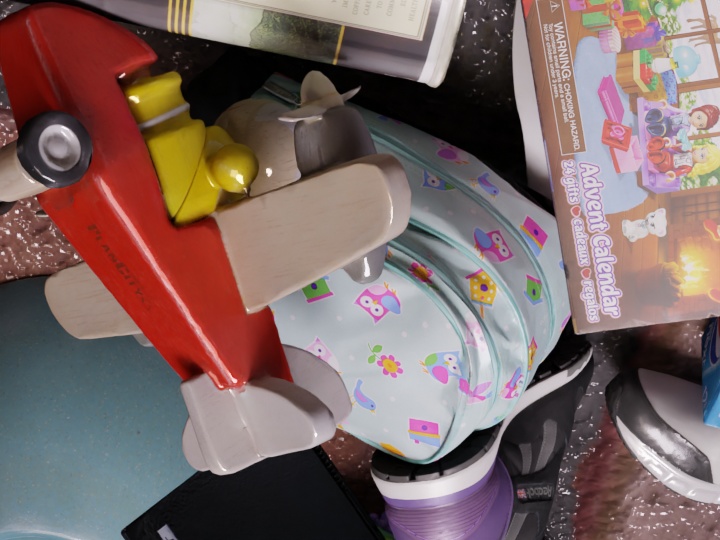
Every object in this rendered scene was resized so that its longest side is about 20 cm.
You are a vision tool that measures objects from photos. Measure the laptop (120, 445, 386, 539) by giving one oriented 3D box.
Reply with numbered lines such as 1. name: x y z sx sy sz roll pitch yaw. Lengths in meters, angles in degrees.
1. laptop: -0.027 0.163 1.096 0.103 0.200 0.177 -34 91 -8

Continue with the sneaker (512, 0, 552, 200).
1. sneaker: 0.125 -0.082 1.044 0.104 0.075 0.201 1 139 11

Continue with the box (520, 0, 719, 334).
1. box: 0.138 -0.081 0.905 0.136 0.039 0.201 -8 105 12

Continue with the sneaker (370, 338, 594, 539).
1. sneaker: 0.066 0.100 1.132 0.076 0.200 0.088 -4 108 29

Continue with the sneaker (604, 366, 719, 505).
1. sneaker: 0.220 0.088 1.195 0.200 0.074 0.080 22 123 -21

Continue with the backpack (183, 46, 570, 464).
1. backpack: 0.000 0.000 1.070 0.200 0.127 0.167 26 140 18

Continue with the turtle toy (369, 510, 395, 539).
1. turtle toy: 0.015 0.190 1.283 0.199 0.101 0.146 1 129 6

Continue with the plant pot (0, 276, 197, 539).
1. plant pot: -0.158 0.121 1.224 0.199 0.135 0.201 4 131 4

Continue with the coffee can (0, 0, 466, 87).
1. coffee can: -0.050 -0.167 0.944 0.199 0.147 0.147 11 132 -2

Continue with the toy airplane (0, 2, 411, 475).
1. toy airplane: -0.061 -0.014 0.956 0.200 0.141 0.199 25 141 22

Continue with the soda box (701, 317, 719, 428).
1. soda box: 0.278 0.056 1.152 0.199 0.068 0.064 13 131 -4
